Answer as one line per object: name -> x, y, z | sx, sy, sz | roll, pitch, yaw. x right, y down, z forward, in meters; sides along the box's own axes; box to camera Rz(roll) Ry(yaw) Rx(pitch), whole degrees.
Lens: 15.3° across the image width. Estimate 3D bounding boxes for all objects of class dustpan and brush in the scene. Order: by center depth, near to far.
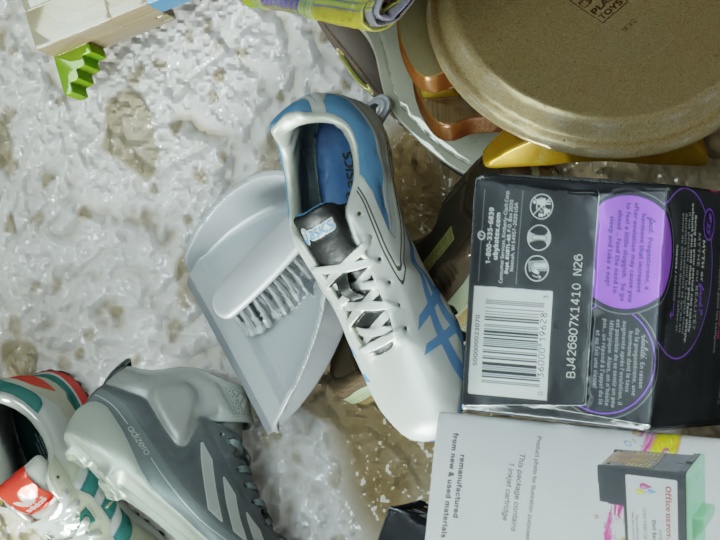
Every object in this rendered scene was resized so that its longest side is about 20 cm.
dustpan and brush -> -0.033, -0.022, 1.537 | 0.200, 0.057, 0.140 | -47, 52, 21

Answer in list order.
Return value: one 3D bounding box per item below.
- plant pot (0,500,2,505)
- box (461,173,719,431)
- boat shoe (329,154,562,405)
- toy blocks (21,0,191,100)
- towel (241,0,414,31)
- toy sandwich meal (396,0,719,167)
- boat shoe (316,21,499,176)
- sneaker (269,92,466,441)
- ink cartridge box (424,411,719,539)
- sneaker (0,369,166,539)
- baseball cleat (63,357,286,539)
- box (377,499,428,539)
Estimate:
plant pot -> -0.316, 0.116, 1.632 | 0.200, 0.189, 0.202 | -1, 88, 27
box -> 0.142, 0.016, 1.386 | 0.106, 0.200, 0.123 | 5, 91, 28
boat shoe -> 0.058, 0.016, 1.505 | 0.200, 0.076, 0.072 | -46, 37, 40
toy blocks -> -0.146, -0.222, 1.615 | 0.136, 0.100, 0.201 | -20, 79, 15
towel -> 0.007, -0.192, 1.436 | 0.144, 0.023, 0.200 | -58, 25, -6
toy sandwich meal -> 0.119, -0.123, 1.451 | 0.204, 0.070, 0.206 | 2, 55, -3
boat shoe -> 0.026, -0.126, 1.531 | 0.072, 0.060, 0.200 | -34, 73, -12
sneaker -> 0.000, 0.000, 1.447 | 0.072, 0.072, 0.201 | -27, 78, 38
ink cartridge box -> 0.143, 0.132, 1.384 | 0.199, 0.145, 0.084 | 5, 79, 12
sneaker -> -0.177, 0.150, 1.611 | 0.070, 0.093, 0.200 | -35, 73, 23
baseball cleat -> -0.076, 0.127, 1.573 | 0.200, 0.070, 0.107 | 39, 73, 3
box -> 0.075, 0.258, 1.501 | 0.198, 0.050, 0.201 | 23, 99, 27
